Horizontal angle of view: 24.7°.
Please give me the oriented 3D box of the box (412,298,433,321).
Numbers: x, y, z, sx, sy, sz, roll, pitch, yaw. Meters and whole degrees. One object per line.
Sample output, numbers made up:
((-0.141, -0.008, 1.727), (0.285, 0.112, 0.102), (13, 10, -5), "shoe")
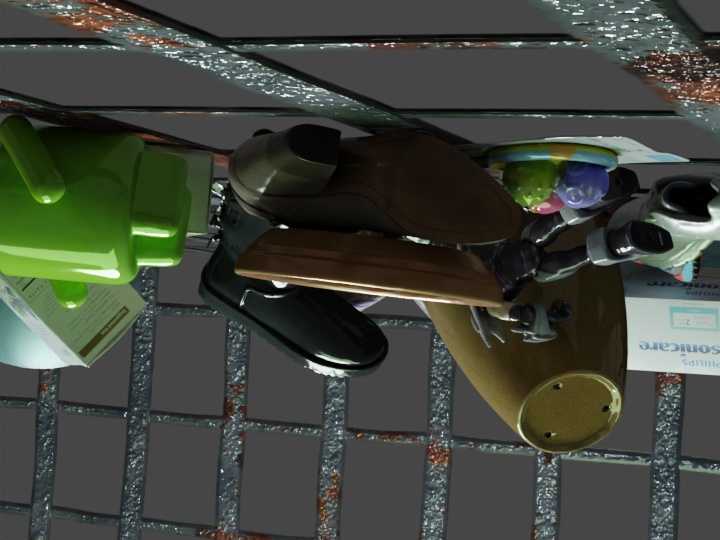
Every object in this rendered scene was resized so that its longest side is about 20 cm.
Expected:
((0.063, 0.009, 1.655), (0.200, 0.039, 0.137), (47, 177, -9), "box")

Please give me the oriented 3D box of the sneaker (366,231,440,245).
((0.028, -0.063, 1.352), (0.081, 0.076, 0.200), (23, -173, 20), "sneaker")

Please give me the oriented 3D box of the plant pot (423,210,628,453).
((0.160, 0.056, 1.437), (0.185, 0.187, 0.201), (4, -145, -14), "plant pot")

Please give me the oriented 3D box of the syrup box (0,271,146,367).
((-0.285, -0.013, 1.414), (0.200, 0.082, 0.079), (47, 163, -16), "syrup box")

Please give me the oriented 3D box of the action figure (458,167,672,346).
((0.145, -0.013, 1.318), (0.069, 0.131, 0.199), (-16, 174, -46), "action figure")

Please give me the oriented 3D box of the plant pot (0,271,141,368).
((-0.310, -0.025, 1.601), (0.198, 0.201, 0.135), (4, 142, -8), "plant pot")

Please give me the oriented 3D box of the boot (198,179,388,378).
((-0.050, -0.004, 1.432), (0.197, 0.074, 0.163), (27, 138, 4), "boot")

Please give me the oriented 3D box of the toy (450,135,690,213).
((0.123, -0.066, 1.186), (0.199, 0.048, 0.115), (3, 178, 34), "toy")

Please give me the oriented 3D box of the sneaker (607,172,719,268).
((0.261, -0.051, 1.330), (0.087, 0.075, 0.200), (18, 165, -26), "sneaker")

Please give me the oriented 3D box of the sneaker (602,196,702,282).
((0.262, -0.032, 1.524), (0.095, 0.080, 0.200), (6, 178, -2), "sneaker")

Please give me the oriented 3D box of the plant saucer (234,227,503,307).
((0.008, -0.003, 1.204), (0.198, 0.038, 0.200), (7, 178, 0), "plant saucer")

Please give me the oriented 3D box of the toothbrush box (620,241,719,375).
((0.322, 0.020, 1.642), (0.145, 0.086, 0.200), (3, -152, 26), "toothbrush box")

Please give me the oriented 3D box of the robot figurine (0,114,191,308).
((-0.232, -0.052, 1.255), (0.198, 0.116, 0.176), (5, 151, 1), "robot figurine")

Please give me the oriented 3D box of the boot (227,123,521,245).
((0.002, -0.053, 1.187), (0.199, 0.071, 0.146), (22, 162, -9), "boot")

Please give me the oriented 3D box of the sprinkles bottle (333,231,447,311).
((0.000, 0.000, 1.511), (0.068, 0.069, 0.200), (5, 157, -31), "sprinkles bottle")

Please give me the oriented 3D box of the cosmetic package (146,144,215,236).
((-0.201, -0.066, 1.435), (0.104, 0.072, 0.200), (5, 178, -18), "cosmetic package")
